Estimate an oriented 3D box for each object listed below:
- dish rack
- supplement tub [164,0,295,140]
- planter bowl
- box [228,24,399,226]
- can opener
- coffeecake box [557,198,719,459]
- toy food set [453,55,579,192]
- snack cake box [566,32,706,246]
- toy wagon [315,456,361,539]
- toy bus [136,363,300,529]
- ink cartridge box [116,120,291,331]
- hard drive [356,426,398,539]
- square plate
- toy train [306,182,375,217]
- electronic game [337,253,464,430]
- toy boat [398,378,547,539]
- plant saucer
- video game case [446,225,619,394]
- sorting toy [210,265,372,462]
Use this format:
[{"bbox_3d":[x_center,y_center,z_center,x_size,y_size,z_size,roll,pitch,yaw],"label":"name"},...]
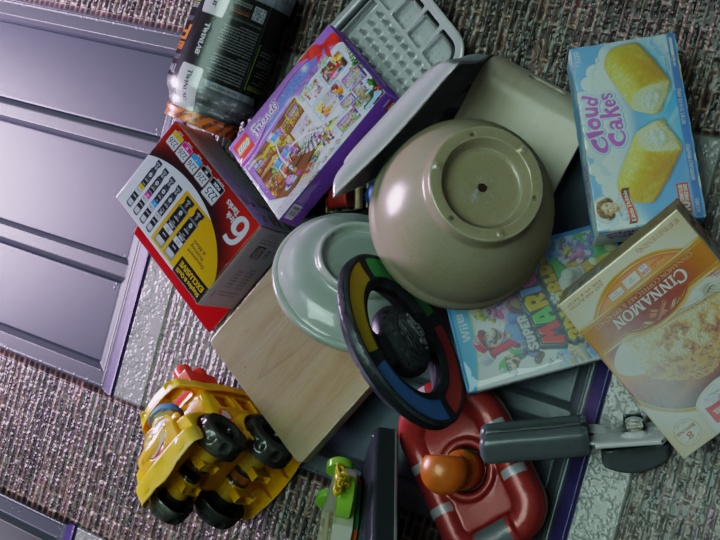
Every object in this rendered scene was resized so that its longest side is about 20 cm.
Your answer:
[{"bbox_3d":[0.026,-0.246,1.617,0.200,0.043,0.172,-44,65,17],"label":"dish rack"},{"bbox_3d":[-0.168,-0.274,1.688,0.121,0.122,0.203,23,94,30],"label":"supplement tub"},{"bbox_3d":[0.116,-0.071,1.386,0.197,0.135,0.203,2,77,-9],"label":"planter bowl"},{"bbox_3d":[-0.057,-0.172,1.599,0.200,0.039,0.137,-48,55,17],"label":"box"},{"bbox_3d":[0.222,0.182,1.387,0.197,0.053,0.068,-2,105,7],"label":"can opener"},{"bbox_3d":[0.320,0.058,1.339,0.153,0.073,0.201,-40,90,19],"label":"coffeecake box"},{"bbox_3d":[0.166,-0.123,1.516,0.143,0.060,0.202,31,100,18],"label":"toy food set"},{"bbox_3d":[0.287,-0.137,1.413,0.113,0.067,0.203,-8,78,4],"label":"snack cake box"},{"bbox_3d":[-0.027,0.286,1.492,0.039,0.201,0.157,10,48,-6],"label":"toy wagon"},{"bbox_3d":[-0.193,0.190,1.596,0.136,0.199,0.193,-48,56,19],"label":"toy bus"},{"bbox_3d":[-0.211,-0.052,1.702,0.176,0.084,0.200,-49,63,15],"label":"ink cartridge box"},{"bbox_3d":[0.012,0.287,1.447,0.032,0.201,0.141,10,125,-5],"label":"hard drive"},{"bbox_3d":[0.055,-0.169,1.484,0.028,0.198,0.200,45,110,4],"label":"square plate"},{"bbox_3d":[-0.017,-0.086,1.594,0.198,0.045,0.035,-4,79,42],"label":"toy train"},{"bbox_3d":[0.044,0.073,1.397,0.041,0.199,0.202,-32,68,25],"label":"electronic game"},{"bbox_3d":[0.107,0.213,1.449,0.130,0.130,0.202,-33,68,21],"label":"toy boat"},{"bbox_3d":[0.000,0.000,1.515,0.201,0.198,0.051,50,147,26],"label":"plant saucer"},{"bbox_3d":[0.194,0.040,1.451,0.197,0.018,0.145,-15,75,7],"label":"video game case"},{"bbox_3d":[-0.048,0.087,1.594,0.200,0.069,0.199,-48,63,15],"label":"sorting toy"}]
